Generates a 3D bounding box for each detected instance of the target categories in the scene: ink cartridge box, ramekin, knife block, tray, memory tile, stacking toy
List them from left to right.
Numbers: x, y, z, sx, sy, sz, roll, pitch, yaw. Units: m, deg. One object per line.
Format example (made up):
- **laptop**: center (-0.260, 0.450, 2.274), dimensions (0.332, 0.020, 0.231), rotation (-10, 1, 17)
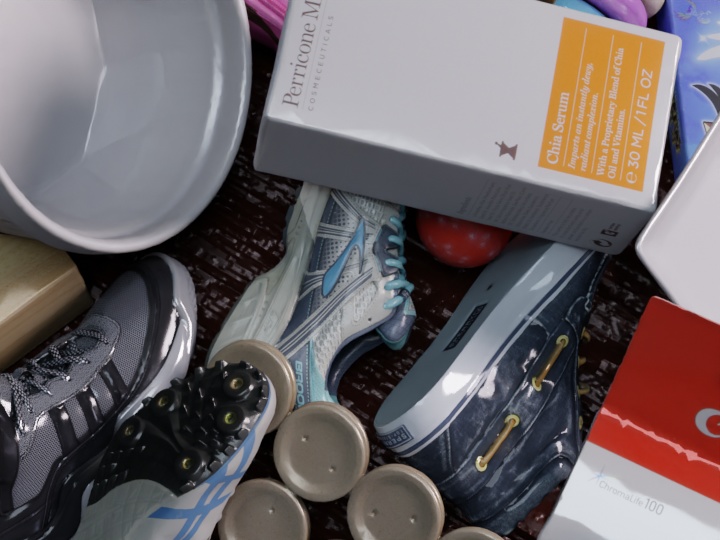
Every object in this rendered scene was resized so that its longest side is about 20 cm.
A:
- **knife block**: center (-0.256, 0.064, 0.953), dimensions (0.199, 0.064, 0.177), rotation (6, 72, 3)
- **ramekin**: center (-0.160, -0.109, 0.929), dimensions (0.105, 0.200, 0.201), rotation (2, 67, 40)
- **memory tile**: center (-0.029, 0.145, 0.913), dimensions (0.200, 0.017, 0.154), rotation (39, 104, 11)
- **stacking toy**: center (0.090, -0.093, 0.993), dimensions (0.085, 0.085, 0.201), rotation (27, 78, 10)
- **ink cartridge box**: center (0.172, 0.136, 0.873), dimensions (0.159, 0.047, 0.201), rotation (25, 113, 10)
- **tray**: center (0.212, 0.018, 0.922), dimensions (0.200, 0.022, 0.108), rotation (49, 62, -25)

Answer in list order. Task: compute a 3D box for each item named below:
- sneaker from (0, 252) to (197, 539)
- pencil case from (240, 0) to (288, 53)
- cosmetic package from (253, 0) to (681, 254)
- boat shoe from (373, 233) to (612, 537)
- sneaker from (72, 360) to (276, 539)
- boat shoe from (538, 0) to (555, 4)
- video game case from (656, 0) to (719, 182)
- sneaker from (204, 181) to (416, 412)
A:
- **sneaker**: center (-0.167, 0.061, 0.918), dimensions (0.075, 0.114, 0.201), rotation (16, 71, 47)
- **pencil case**: center (-0.048, -0.161, 1.008), dimensions (0.200, 0.094, 0.091), rotation (35, 97, 13)
- **cosmetic package**: center (0.054, -0.086, 0.911), dimensions (0.199, 0.071, 0.102), rotation (12, 71, -4)
- **boat shoe**: center (0.095, 0.047, 0.956), dimensions (0.091, 0.071, 0.200), rotation (48, 63, -13)
- **sneaker**: center (-0.103, 0.134, 0.902), dimensions (0.072, 0.072, 0.200), rotation (36, 92, 41)
- **boat shoe**: center (0.041, -0.199, 0.999), dimensions (0.200, 0.073, 0.065), rotation (26, 68, 38)
- **video game case**: center (0.265, -0.098, 1.007), dimensions (0.180, 0.045, 0.201), rotation (-4, 72, 1)
- **sneaker**: center (0.000, 0.000, 0.961), dimensions (0.086, 0.078, 0.201), rotation (26, 85, 17)
